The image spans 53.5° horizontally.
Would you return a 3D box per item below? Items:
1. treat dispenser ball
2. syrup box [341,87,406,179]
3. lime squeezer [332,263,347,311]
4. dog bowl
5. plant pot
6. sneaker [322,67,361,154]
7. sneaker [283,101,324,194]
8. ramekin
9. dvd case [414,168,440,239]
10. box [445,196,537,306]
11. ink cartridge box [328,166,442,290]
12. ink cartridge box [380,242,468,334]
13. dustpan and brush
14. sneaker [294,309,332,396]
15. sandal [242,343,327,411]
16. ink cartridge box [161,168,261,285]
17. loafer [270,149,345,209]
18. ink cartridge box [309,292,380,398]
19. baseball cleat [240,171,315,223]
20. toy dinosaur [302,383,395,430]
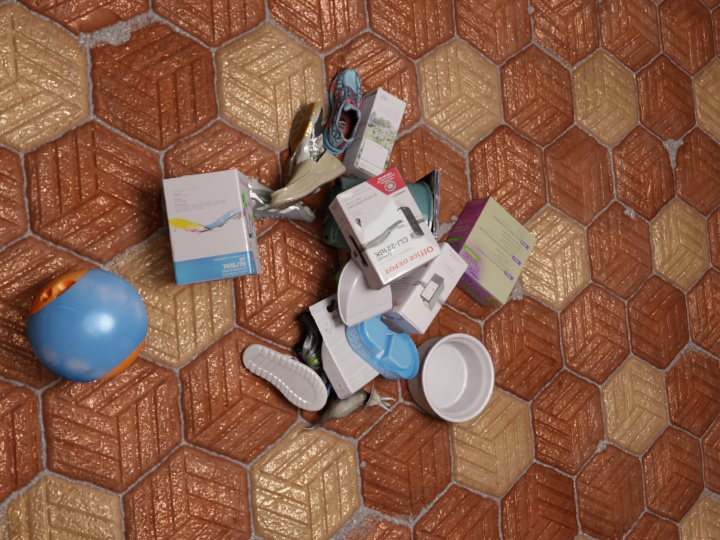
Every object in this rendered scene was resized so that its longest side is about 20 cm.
[{"bbox_3d":[-0.480,0.097,1.264,0.200,0.201,0.202,2,85,-27],"label":"treat dispenser ball"},{"bbox_3d":[0.027,-0.304,1.626,0.078,0.081,0.201,23,76,-26],"label":"syrup box"},{"bbox_3d":[-0.014,0.011,1.606,0.071,0.038,0.200,48,67,-17],"label":"lime squeezer"},{"bbox_3d":[0.046,0.162,1.549,0.200,0.049,0.112,43,41,-24],"label":"dog bowl"},{"bbox_3d":[0.030,-0.114,1.561,0.195,0.200,0.201,9,82,-19],"label":"plant pot"},{"bbox_3d":[-0.023,-0.361,1.596,0.079,0.095,0.201,13,81,-27],"label":"sneaker"},{"bbox_3d":[-0.107,-0.264,1.566,0.087,0.076,0.201,15,88,-33],"label":"sneaker"},{"bbox_3d":[0.205,0.247,1.669,0.199,0.098,0.202,2,86,-28],"label":"ramekin"},{"bbox_3d":[0.139,-0.133,1.607,0.016,0.200,0.150,3,84,-14],"label":"dvd case"},{"bbox_3d":[0.305,-0.044,1.744,0.176,0.097,0.201,38,70,-20],"label":"box"},{"bbox_3d":[0.049,-0.081,1.428,0.144,0.084,0.201,-28,88,-16],"label":"ink cartridge box"},{"bbox_3d":[0.128,0.041,1.617,0.084,0.145,0.200,43,69,-20],"label":"ink cartridge box"},{"bbox_3d":[0.000,0.000,1.481,0.139,0.057,0.201,-20,117,-39],"label":"dustpan and brush"},{"bbox_3d":[-0.100,0.183,1.540,0.082,0.071,0.201,-6,89,-11],"label":"sneaker"},{"bbox_3d":[-0.153,0.215,1.501,0.202,0.050,0.083,37,98,-4],"label":"sandal"},{"bbox_3d":[-0.285,-0.082,1.386,0.145,0.147,0.201,-8,91,0],"label":"ink cartridge box"},{"bbox_3d":[-0.118,-0.190,1.482,0.200,0.076,0.068,-36,96,-38],"label":"loafer"},{"bbox_3d":[-0.032,0.153,1.539,0.162,0.057,0.201,-26,84,-53],"label":"ink cartridge box"},{"bbox_3d":[-0.197,-0.127,1.515,0.199,0.070,0.107,27,88,-19],"label":"baseball cleat"},{"bbox_3d":[-0.036,0.285,1.538,0.199,0.102,0.077,-13,92,-29],"label":"toy dinosaur"}]
